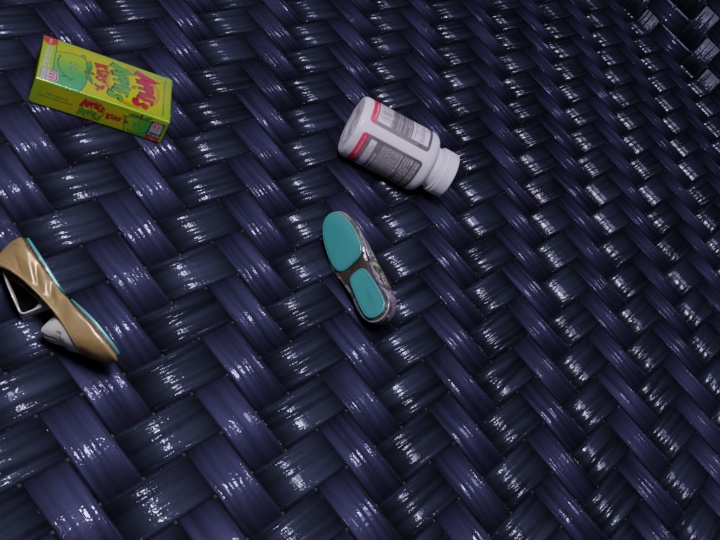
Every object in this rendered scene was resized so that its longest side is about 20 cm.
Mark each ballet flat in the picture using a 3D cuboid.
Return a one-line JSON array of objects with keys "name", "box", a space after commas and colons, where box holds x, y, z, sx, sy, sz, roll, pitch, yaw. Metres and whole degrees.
[{"name": "ballet flat", "box": [-0.369, 0.049, 1.132, 0.063, 0.069, 0.200, -38, 75, -21]}, {"name": "ballet flat", "box": [0.000, 0.000, 1.450, 0.072, 0.072, 0.201, -2, 55, -38]}]

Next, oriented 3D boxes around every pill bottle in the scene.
[{"name": "pill bottle", "box": [0.070, -0.210, 1.652, 0.199, 0.111, 0.111, 26, 41, -14]}]

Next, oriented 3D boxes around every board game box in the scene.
[{"name": "board game box", "box": [-0.386, -0.271, 1.416, 0.199, 0.048, 0.102, 16, 45, -25]}]
